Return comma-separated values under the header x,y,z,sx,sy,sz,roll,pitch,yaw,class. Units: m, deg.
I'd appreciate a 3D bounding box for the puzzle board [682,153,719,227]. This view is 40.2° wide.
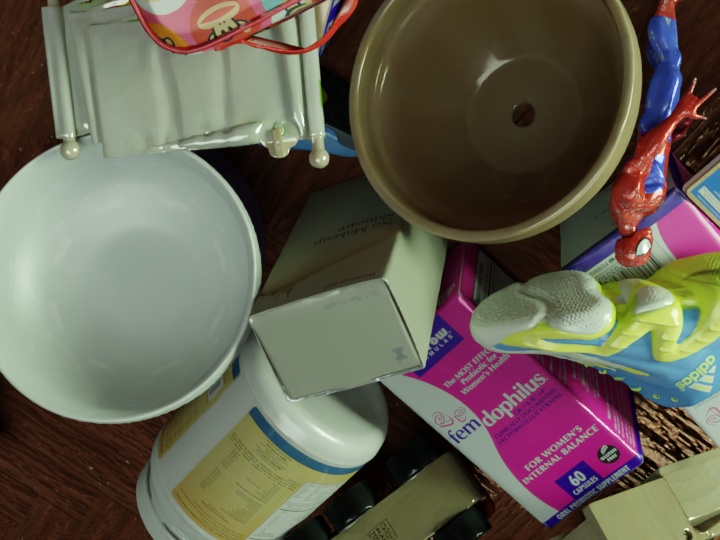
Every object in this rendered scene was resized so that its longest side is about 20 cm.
x,y,z,sx,sy,sz,roll,pitch,yaw,class
0.329,-0.061,0.679,0.199,0.017,0.151,32,116,-35,puzzle board

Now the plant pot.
x,y,z,sx,sy,sz,roll,pitch,yaw,class
0.098,-0.115,0.675,0.199,0.092,0.203,-4,83,28,plant pot

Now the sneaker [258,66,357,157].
x,y,z,sx,sy,sz,roll,pitch,yaw,class
-0.080,-0.124,0.747,0.199,0.066,0.079,22,130,-1,sneaker

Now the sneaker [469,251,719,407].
x,y,z,sx,sy,sz,roll,pitch,yaw,class
0.178,0.055,0.665,0.198,0.076,0.106,-8,116,14,sneaker

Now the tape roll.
x,y,z,sx,sy,sz,roll,pitch,yaw,class
-0.183,-0.015,0.804,0.198,0.085,0.202,4,117,7,tape roll

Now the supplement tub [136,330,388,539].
x,y,z,sx,sy,sz,roll,pitch,yaw,class
-0.087,0.150,0.835,0.144,0.145,0.200,39,117,-10,supplement tub

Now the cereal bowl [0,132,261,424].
x,y,z,sx,sy,sz,roll,pitch,yaw,class
-0.164,0.008,0.696,0.198,0.083,0.202,-1,83,5,cereal bowl

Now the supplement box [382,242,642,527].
x,y,z,sx,sy,sz,roll,pitch,yaw,class
0.117,0.089,0.784,0.200,0.104,0.101,42,115,-10,supplement box

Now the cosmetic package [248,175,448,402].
x,y,z,sx,sy,sz,roll,pitch,yaw,class
0.000,0.000,0.712,0.103,0.200,0.074,-17,113,17,cosmetic package

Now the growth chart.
x,y,z,sx,sy,sz,roll,pitch,yaw,class
-0.119,-0.140,0.658,0.198,0.018,0.146,0,84,4,growth chart

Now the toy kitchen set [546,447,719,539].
x,y,z,sx,sy,sz,roll,pitch,yaw,class
0.260,0.266,0.779,0.198,0.181,0.164,-11,149,-27,toy kitchen set

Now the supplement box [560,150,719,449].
x,y,z,sx,sy,sz,roll,pitch,yaw,class
0.250,0.023,0.734,0.101,0.104,0.200,-38,103,24,supplement box

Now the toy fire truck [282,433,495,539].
x,y,z,sx,sy,sz,roll,pitch,yaw,class
0.045,0.247,0.883,0.176,0.200,0.129,-39,74,4,toy fire truck

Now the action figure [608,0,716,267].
x,y,z,sx,sy,sz,roll,pitch,yaw,class
0.197,-0.100,0.643,0.051,0.065,0.202,15,86,12,action figure

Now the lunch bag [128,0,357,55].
x,y,z,sx,sy,sz,roll,pitch,yaw,class
-0.057,-0.219,0.591,0.198,0.082,0.177,-21,104,10,lunch bag

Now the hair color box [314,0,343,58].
x,y,z,sx,sy,sz,roll,pitch,yaw,class
-0.050,-0.256,0.670,0.108,0.065,0.201,18,120,0,hair color box
